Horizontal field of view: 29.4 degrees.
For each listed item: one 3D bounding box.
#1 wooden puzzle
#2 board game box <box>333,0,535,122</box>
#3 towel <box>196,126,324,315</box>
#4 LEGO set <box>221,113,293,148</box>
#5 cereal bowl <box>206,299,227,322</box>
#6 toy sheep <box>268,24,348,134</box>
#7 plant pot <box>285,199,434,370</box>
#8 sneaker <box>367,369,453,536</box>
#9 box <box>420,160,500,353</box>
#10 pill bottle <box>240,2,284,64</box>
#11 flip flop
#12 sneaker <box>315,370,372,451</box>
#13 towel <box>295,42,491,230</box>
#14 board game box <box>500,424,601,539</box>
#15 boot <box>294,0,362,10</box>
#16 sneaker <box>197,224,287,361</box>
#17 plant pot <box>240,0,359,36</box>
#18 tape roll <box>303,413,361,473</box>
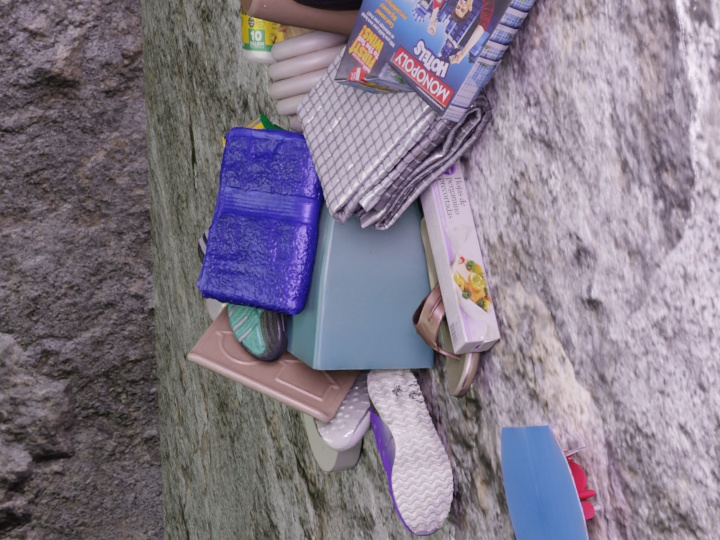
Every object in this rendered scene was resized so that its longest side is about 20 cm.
[{"bbox_3d":[-0.089,0.098,1.651,0.200,0.184,0.046,-55,-14,-53],"label":"wooden puzzle"},{"bbox_3d":[0.066,-0.224,1.242,0.200,0.061,0.200,-59,45,23],"label":"board game box"},{"bbox_3d":[-0.110,-0.057,1.520,0.147,0.049,0.201,8,88,36],"label":"towel"},{"bbox_3d":[-0.108,-0.094,1.661,0.154,0.116,0.200,60,-163,8],"label":"LEGO set"},{"bbox_3d":[-0.097,0.038,1.802,0.084,0.199,0.200,-59,34,29],"label":"cereal bowl"},{"bbox_3d":[-0.048,-0.224,1.655,0.138,0.137,0.201,-175,65,-73],"label":"toy sheep"},{"bbox_3d":[0.000,0.000,1.552,0.141,0.140,0.201,-160,71,-71],"label":"plant pot"},{"bbox_3d":[0.056,0.210,1.558,0.100,0.069,0.201,95,163,-64],"label":"sneaker"},{"bbox_3d":[0.097,-0.017,1.377,0.041,0.038,0.201,125,137,-63],"label":"box"},{"bbox_3d":[-0.103,-0.378,1.802,0.113,0.112,0.201,-138,45,-66],"label":"pill bottle"},{"bbox_3d":[0.080,0.036,1.419,0.081,0.057,0.201,127,135,-66],"label":"flip flop"},{"bbox_3d":[-0.005,0.170,1.669,0.200,0.076,0.081,-70,-30,-63],"label":"sneaker"},{"bbox_3d":[0.034,-0.156,1.380,0.200,0.085,0.166,-48,46,33],"label":"towel"},{"bbox_3d":[0.176,0.210,1.194,0.200,0.039,0.159,146,113,-77],"label":"board game box"},{"bbox_3d":[0.016,-0.326,1.391,0.199,0.075,0.098,-5,79,32],"label":"boot"},{"bbox_3d":[-0.119,0.026,1.639,0.074,0.087,0.201,-41,57,21],"label":"sneaker"},{"bbox_3d":[-0.044,-0.341,1.511,0.200,0.174,0.201,175,90,-74],"label":"plant pot"},{"bbox_3d":[-0.042,0.179,1.913,0.203,0.037,0.204,174,90,-73],"label":"tape roll"}]
